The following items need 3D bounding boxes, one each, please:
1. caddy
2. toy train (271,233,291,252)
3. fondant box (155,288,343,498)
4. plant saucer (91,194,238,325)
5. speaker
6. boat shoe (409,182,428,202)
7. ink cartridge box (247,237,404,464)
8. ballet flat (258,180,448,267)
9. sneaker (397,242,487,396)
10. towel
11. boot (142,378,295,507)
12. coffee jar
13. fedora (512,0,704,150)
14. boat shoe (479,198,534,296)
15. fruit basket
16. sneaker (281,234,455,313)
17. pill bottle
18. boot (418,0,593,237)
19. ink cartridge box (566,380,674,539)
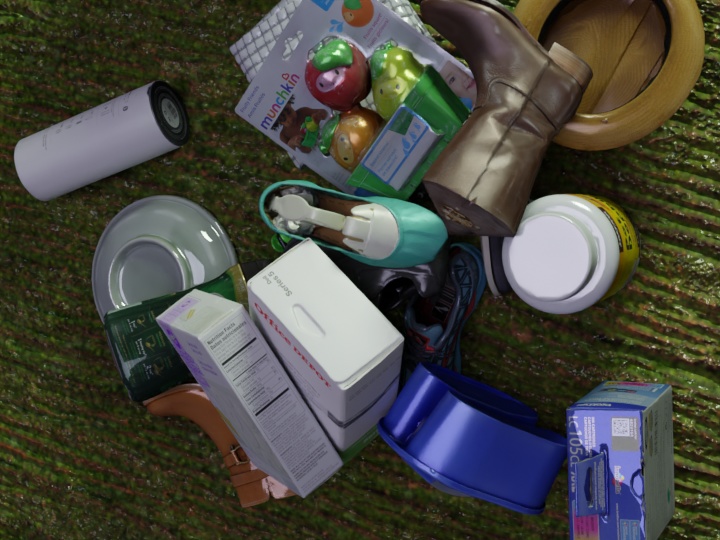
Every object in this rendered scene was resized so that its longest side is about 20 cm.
[{"bbox_3d":[0.110,0.177,1.221,0.106,0.199,0.141,-62,30,7],"label":"caddy"},{"bbox_3d":[-0.029,0.027,1.334,0.201,0.056,0.042,59,150,4],"label":"toy train"},{"bbox_3d":[-0.114,0.121,1.237,0.058,0.144,0.201,-36,109,-18],"label":"fondant box"},{"bbox_3d":[-0.236,0.014,1.419,0.198,0.050,0.202,2,95,21],"label":"plant saucer"},{"bbox_3d":[-0.301,-0.149,1.417,0.199,0.081,0.082,-19,87,21],"label":"speaker"},{"bbox_3d":[0.099,-0.113,1.276,0.198,0.069,0.057,-16,121,19],"label":"boat shoe"},{"bbox_3d":[-0.036,0.085,1.217,0.084,0.201,0.146,-37,68,-20],"label":"ink cartridge box"},{"bbox_3d":[-0.016,-0.043,1.179,0.198,0.070,0.068,14,99,27],"label":"ballet flat"},{"bbox_3d":[0.065,0.066,1.277,0.079,0.095,0.202,18,99,23],"label":"sneaker"},{"bbox_3d":[-0.018,-0.224,1.300,0.199,0.085,0.167,-32,80,22],"label":"towel"},{"bbox_3d":[-0.149,0.191,1.386,0.198,0.074,0.156,-11,93,24],"label":"boot"},{"bbox_3d":[-0.173,0.063,1.342,0.198,0.085,0.105,-20,81,-6],"label":"coffee jar"},{"bbox_3d":[0.234,-0.208,1.189,0.198,0.082,0.203,-1,83,9],"label":"fedora"},{"bbox_3d":[0.148,-0.061,1.224,0.062,0.073,0.202,-6,122,5],"label":"boat shoe"},{"bbox_3d":[-0.002,-0.164,1.191,0.199,0.094,0.186,34,118,-7],"label":"fruit basket"},{"bbox_3d":[0.000,0.000,1.236,0.199,0.076,0.092,-7,71,33],"label":"sneaker"},{"bbox_3d":[0.199,-0.018,1.162,0.108,0.200,0.110,2,95,21],"label":"pill bottle"},{"bbox_3d":[0.093,-0.140,1.102,0.185,0.064,0.201,28,72,8],"label":"boot"},{"bbox_3d":[0.245,0.185,1.158,0.076,0.200,0.138,-1,93,21],"label":"ink cartridge box"}]
